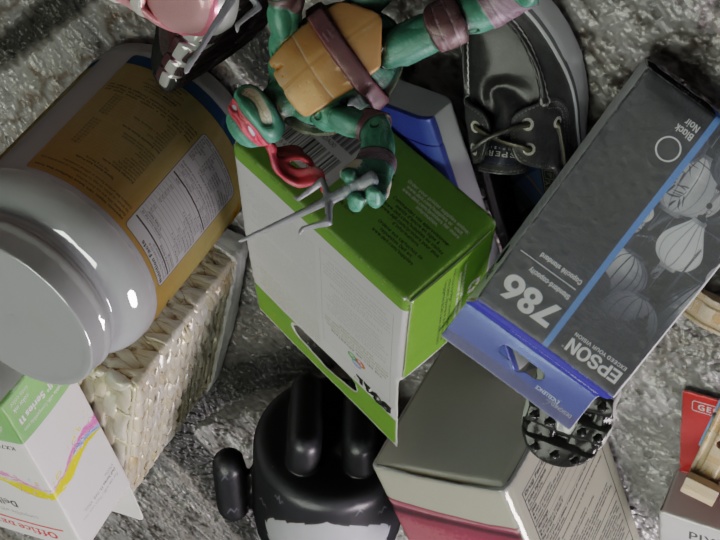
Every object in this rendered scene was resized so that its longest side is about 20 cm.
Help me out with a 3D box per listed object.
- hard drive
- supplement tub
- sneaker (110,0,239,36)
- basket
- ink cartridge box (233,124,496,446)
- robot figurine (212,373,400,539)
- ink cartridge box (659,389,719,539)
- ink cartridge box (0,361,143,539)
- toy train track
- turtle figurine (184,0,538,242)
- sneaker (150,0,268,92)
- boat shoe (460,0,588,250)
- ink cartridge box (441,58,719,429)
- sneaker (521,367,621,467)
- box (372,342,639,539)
[{"bbox_3d":[0.035,-0.035,0.905,0.132,0.025,0.201,28,149,46],"label":"hard drive"},{"bbox_3d":[-0.171,-0.038,0.945,0.144,0.201,0.145,21,141,18],"label":"supplement tub"},{"bbox_3d":[-0.159,-0.177,0.783,0.200,0.104,0.076,40,139,29],"label":"sneaker"},{"bbox_3d":[-0.214,0.039,1.102,0.197,0.161,0.201,28,145,7],"label":"basket"},{"bbox_3d":[0.000,0.000,0.893,0.148,0.076,0.201,43,158,21],"label":"ink cartridge box"},{"bbox_3d":[-0.024,0.167,1.123,0.150,0.125,0.201,34,145,23],"label":"robot figurine"},{"bbox_3d":[0.299,0.176,0.954,0.198,0.045,0.177,15,140,24],"label":"ink cartridge box"},{"bbox_3d":[-0.245,0.131,1.036,0.116,0.068,0.201,9,138,28],"label":"ink cartridge box"},{"bbox_3d":[0.235,0.080,0.880,0.114,0.033,0.201,25,134,14],"label":"toy train track"},{"bbox_3d":[-0.013,-0.116,0.750,0.199,0.101,0.150,-38,98,7],"label":"turtle figurine"},{"bbox_3d":[-0.097,-0.197,0.840,0.116,0.076,0.200,52,143,3],"label":"sneaker"},{"bbox_3d":[0.090,-0.072,0.821,0.069,0.066,0.201,10,137,28],"label":"boat shoe"},{"bbox_3d":[0.137,-0.006,0.794,0.099,0.039,0.201,34,109,-2],"label":"ink cartridge box"},{"bbox_3d":[0.152,0.017,0.872,0.066,0.091,0.201,21,117,2],"label":"sneaker"},{"bbox_3d":[0.109,0.167,1.019,0.108,0.128,0.201,5,133,35],"label":"box"}]
